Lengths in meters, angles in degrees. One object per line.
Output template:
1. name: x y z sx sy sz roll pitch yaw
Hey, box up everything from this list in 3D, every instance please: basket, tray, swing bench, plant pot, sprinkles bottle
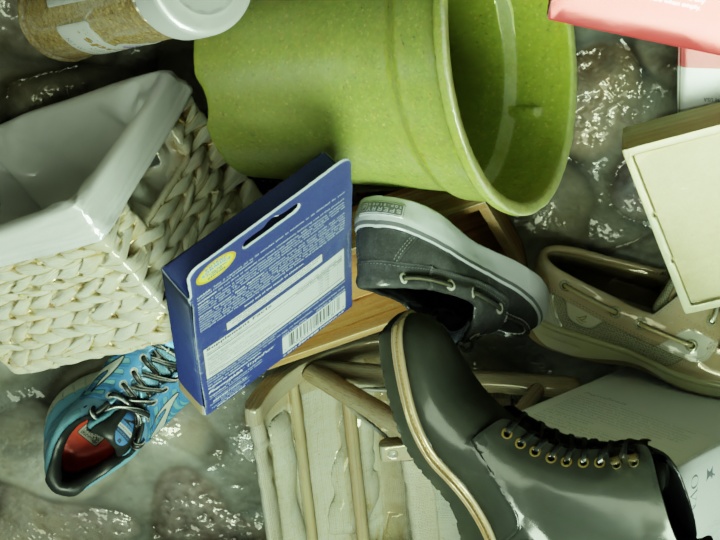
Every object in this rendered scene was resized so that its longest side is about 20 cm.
1. basket: -0.173 -0.024 1.579 0.200 0.136 0.123 -14 125 44
2. tray: 0.000 0.000 1.616 0.199 0.037 0.099 -20 144 12
3. swing bench: 0.039 0.161 1.693 0.199 0.130 0.200 14 128 27
4. plant pot: 0.008 -0.126 1.493 0.183 0.201 0.201 -4 123 26
5. sprinkles bottle: -0.137 -0.165 1.488 0.068 0.068 0.200 49 158 -21

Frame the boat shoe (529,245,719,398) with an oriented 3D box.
1. boat shoe: 0.207 0.030 1.617 0.199 0.072 0.065 13 126 8

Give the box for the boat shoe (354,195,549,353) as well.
1. boat shoe: 0.055 0.016 1.535 0.070 0.067 0.200 2 163 28

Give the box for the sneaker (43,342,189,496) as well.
1. sneaker: -0.148 0.087 1.704 0.078 0.090 0.200 36 117 -14

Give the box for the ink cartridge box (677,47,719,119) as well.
1. ink cartridge box: 0.265 -0.092 1.516 0.144 0.084 0.201 2 123 8

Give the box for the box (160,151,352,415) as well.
1. box: -0.058 0.003 1.475 0.032 0.121 0.200 48 162 19

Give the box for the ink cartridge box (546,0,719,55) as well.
1. ink cartridge box: 0.169 -0.184 1.402 0.116 0.200 0.067 12 124 3

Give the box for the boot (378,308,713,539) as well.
1. boot: 0.109 0.097 1.460 0.138 0.077 0.201 -22 105 31

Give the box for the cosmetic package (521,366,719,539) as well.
1. cosmetic package: 0.173 0.182 1.599 0.123 0.200 0.200 17 110 30

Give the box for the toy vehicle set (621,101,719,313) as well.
1. toy vehicle set: 0.268 -0.052 1.475 0.199 0.027 0.125 -14 121 18

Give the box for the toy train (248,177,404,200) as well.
1. toy train: 0.018 -0.060 1.615 0.199 0.034 0.046 -4 135 12
